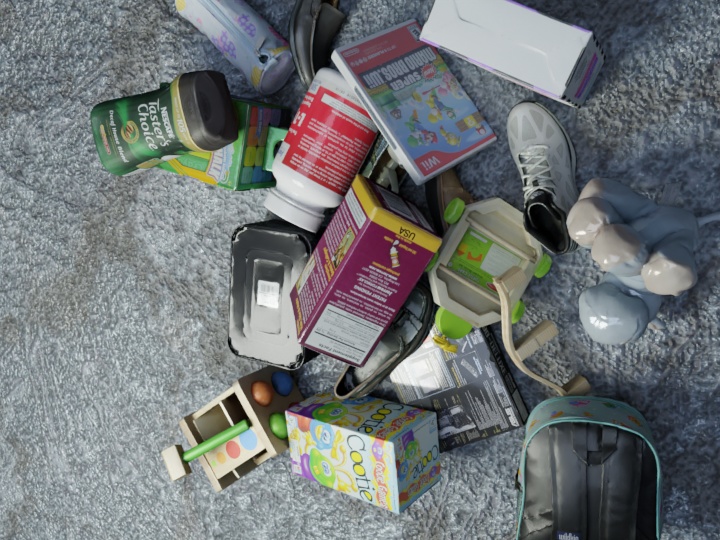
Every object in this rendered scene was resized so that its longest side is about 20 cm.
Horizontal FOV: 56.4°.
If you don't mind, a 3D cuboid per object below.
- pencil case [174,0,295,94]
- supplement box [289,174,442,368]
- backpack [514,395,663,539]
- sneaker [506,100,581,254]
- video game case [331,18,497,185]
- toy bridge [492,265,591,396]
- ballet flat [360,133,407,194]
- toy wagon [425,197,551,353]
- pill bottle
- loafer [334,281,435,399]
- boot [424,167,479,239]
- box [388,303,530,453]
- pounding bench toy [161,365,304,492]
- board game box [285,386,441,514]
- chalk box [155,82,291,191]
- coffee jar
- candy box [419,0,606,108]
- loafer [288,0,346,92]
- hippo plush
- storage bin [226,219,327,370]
[{"bbox_3d":[-0.180,-0.346,0.975,0.200,0.091,0.083,46,114,12],"label":"pencil case"},{"bbox_3d":[0.000,0.000,0.864,0.102,0.131,0.201,24,109,-22],"label":"supplement box"},{"bbox_3d":[0.283,0.255,0.833,0.174,0.153,0.203,2,109,21],"label":"backpack"},{"bbox_3d":[0.225,-0.114,0.817,0.075,0.115,0.203,-21,90,25],"label":"sneaker"},{"bbox_3d":[0.071,-0.222,0.865,0.201,0.142,0.017,57,152,5],"label":"video game case"},{"bbox_3d":[0.219,0.089,0.857,0.067,0.027,0.201,-35,104,-4],"label":"toy bridge"},{"bbox_3d":[0.046,-0.138,0.916,0.074,0.074,0.201,37,118,14],"label":"ballet flat"},{"bbox_3d":[0.148,0.009,0.863,0.154,0.040,0.201,29,91,-15],"label":"toy wagon"},{"bbox_3d":[-0.051,-0.160,0.916,0.112,0.112,0.202,30,97,17],"label":"pill bottle"},{"bbox_3d":[0.032,0.103,0.916,0.072,0.063,0.201,40,112,15],"label":"loafer"},{"bbox_3d":[0.131,-0.088,0.904,0.074,0.074,0.203,-11,92,-2],"label":"boot"},{"bbox_3d":[0.124,0.144,0.943,0.157,0.050,0.202,-26,87,26],"label":"box"},{"bbox_3d":[-0.181,0.240,1.011,0.155,0.199,0.125,-36,81,26],"label":"pounding bench toy"},{"bbox_3d":[0.002,0.246,0.952,0.198,0.104,0.104,5,107,40],"label":"board game box"},{"bbox_3d":[-0.185,-0.191,0.984,0.198,0.124,0.126,17,106,21],"label":"chalk box"},{"bbox_3d":[-0.261,-0.197,0.902,0.198,0.085,0.106,-10,97,25],"label":"coffee jar"},{"bbox_3d":[0.182,-0.253,0.766,0.167,0.200,0.072,29,110,17],"label":"candy box"},{"bbox_3d":[-0.056,-0.351,0.930,0.071,0.073,0.203,2,101,19],"label":"loafer"},{"bbox_3d":[0.308,-0.007,0.794,0.159,0.200,0.162,34,135,22],"label":"hippo plush"},{"bbox_3d":[-0.118,0.032,1.009,0.134,0.094,0.203,10,103,23],"label":"storage bin"}]
